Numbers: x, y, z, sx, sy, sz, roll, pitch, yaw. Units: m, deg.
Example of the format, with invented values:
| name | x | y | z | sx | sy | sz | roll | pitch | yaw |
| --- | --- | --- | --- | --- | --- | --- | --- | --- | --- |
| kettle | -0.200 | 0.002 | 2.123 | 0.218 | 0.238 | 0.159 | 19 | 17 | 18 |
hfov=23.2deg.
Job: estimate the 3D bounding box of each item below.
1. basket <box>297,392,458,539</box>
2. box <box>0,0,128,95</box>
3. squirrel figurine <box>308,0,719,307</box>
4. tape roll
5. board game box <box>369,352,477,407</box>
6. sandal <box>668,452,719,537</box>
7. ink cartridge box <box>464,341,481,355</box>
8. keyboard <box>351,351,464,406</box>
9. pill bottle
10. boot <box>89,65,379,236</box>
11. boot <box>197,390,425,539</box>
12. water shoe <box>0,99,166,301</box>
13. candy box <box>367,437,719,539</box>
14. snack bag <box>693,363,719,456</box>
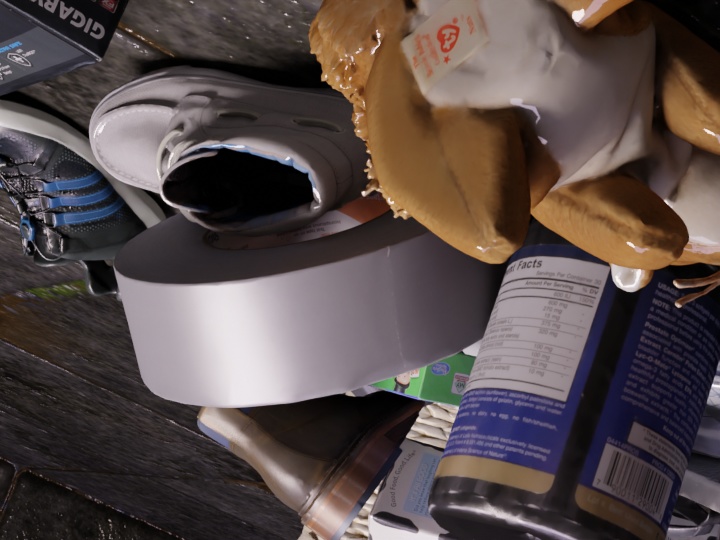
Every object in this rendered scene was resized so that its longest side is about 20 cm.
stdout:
| name | x | y | z | sx | sy | sz | roll | pitch | yaw |
| --- | --- | --- | --- | --- | --- | --- | --- | --- | --- |
| basket | 0.069 | 0.174 | 1.261 | 0.199 | 0.162 | 0.198 | 17 | 166 | 7 |
| box | -0.232 | -0.152 | 0.917 | 0.159 | 0.046 | 0.200 | 30 | 162 | -29 |
| squirrel figurine | 0.081 | -0.066 | 0.719 | 0.200 | 0.142 | 0.186 | 25 | -179 | 44 |
| tape roll | -0.024 | 0.003 | 0.910 | 0.200 | 0.200 | 0.066 | 4 | 113 | 44 |
| board game box | 0.071 | 0.063 | 0.975 | 0.199 | 0.029 | 0.134 | 15 | 178 | -35 |
| sandal | 0.165 | 0.123 | 1.005 | 0.076 | 0.043 | 0.200 | 7 | -179 | -33 |
| ink cartridge box | 0.113 | 0.065 | 1.206 | 0.199 | 0.043 | 0.196 | 15 | 162 | 24 |
| keyboard | 0.000 | 0.000 | 1.039 | 0.127 | 0.021 | 0.200 | -31 | 114 | 26 |
| pill bottle | 0.114 | 0.041 | 0.838 | 0.111 | 0.201 | 0.112 | 19 | 164 | 6 |
| boot | -0.081 | -0.061 | 0.911 | 0.199 | 0.074 | 0.095 | 2 | -161 | 31 |
| boot | -0.024 | 0.079 | 0.958 | 0.097 | 0.075 | 0.200 | 35 | -171 | 2 |
| water shoe | -0.200 | -0.043 | 1.168 | 0.071 | 0.079 | 0.200 | 8 | 159 | 37 |
| candy box | 0.101 | 0.205 | 1.070 | 0.199 | 0.072 | 0.168 | 15 | 133 | 10 |
| snack bag | 0.213 | 0.087 | 1.032 | 0.199 | 0.021 | 0.189 | 11 | 162 | 34 |
